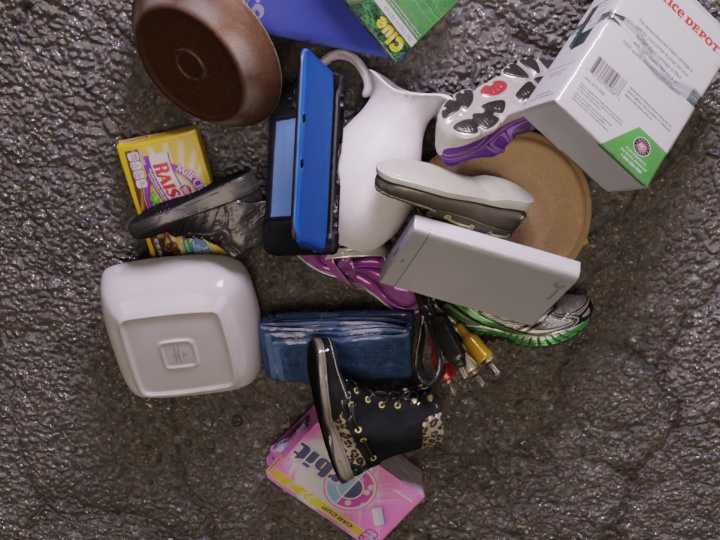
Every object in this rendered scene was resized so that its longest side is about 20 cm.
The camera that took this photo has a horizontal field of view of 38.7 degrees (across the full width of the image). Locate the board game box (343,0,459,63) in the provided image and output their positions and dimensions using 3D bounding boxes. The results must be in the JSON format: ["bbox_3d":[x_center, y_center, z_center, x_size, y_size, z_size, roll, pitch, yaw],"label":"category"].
[{"bbox_3d":[0.016,-0.327,1.089,0.105,0.023,0.200,-43,126,2],"label":"board game box"}]

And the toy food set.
[{"bbox_3d":[0.179,-0.068,1.231,0.198,0.049,0.200,-21,98,2],"label":"toy food set"}]

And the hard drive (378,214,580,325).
[{"bbox_3d":[0.134,0.003,1.180,0.198,0.027,0.132,15,149,-10],"label":"hard drive"}]

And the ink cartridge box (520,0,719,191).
[{"bbox_3d":[0.291,-0.210,1.114,0.146,0.083,0.201,38,78,-16],"label":"ink cartridge box"}]

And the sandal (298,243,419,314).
[{"bbox_3d":[0.004,-0.006,1.277,0.201,0.050,0.083,27,113,-13],"label":"sandal"}]

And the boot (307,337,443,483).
[{"bbox_3d":[0.019,0.160,1.298,0.152,0.074,0.206,-15,114,-9],"label":"boot"}]

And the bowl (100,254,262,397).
[{"bbox_3d":[-0.225,0.082,1.293,0.197,0.075,0.202,-5,124,2],"label":"bowl"}]

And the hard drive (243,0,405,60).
[{"bbox_3d":[-0.025,-0.310,1.111,0.198,0.025,0.133,5,117,-26],"label":"hard drive"}]

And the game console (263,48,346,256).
[{"bbox_3d":[-0.081,-0.121,1.113,0.117,0.170,0.203,7,85,-44],"label":"game console"}]

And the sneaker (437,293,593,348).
[{"bbox_3d":[0.193,0.046,1.284,0.197,0.078,0.086,-1,115,2],"label":"sneaker"}]

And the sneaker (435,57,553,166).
[{"bbox_3d":[0.166,-0.178,1.169,0.198,0.081,0.084,-23,151,-18],"label":"sneaker"}]

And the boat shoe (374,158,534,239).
[{"bbox_3d":[0.100,-0.076,1.142,0.200,0.072,0.061,9,120,-27],"label":"boat shoe"}]

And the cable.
[{"bbox_3d":[0.093,0.059,1.271,0.096,0.050,0.202,-28,78,25],"label":"cable"}]

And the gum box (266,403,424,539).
[{"bbox_3d":[-0.023,0.275,1.400,0.199,0.066,0.114,37,109,-15],"label":"gum box"}]

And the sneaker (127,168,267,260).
[{"bbox_3d":[-0.170,-0.050,1.231,0.198,0.060,0.105,-23,110,1],"label":"sneaker"}]

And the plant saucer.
[{"bbox_3d":[-0.178,-0.233,1.124,0.199,0.037,0.202,24,143,19],"label":"plant saucer"}]

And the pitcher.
[{"bbox_3d":[-0.003,-0.140,1.192,0.170,0.121,0.202,28,103,11],"label":"pitcher"}]

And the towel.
[{"bbox_3d":[-0.028,0.102,1.318,0.197,0.049,0.113,-2,133,1],"label":"towel"}]

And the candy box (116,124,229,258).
[{"bbox_3d":[-0.223,-0.073,1.265,0.101,0.026,0.202,-12,114,3],"label":"candy box"}]
